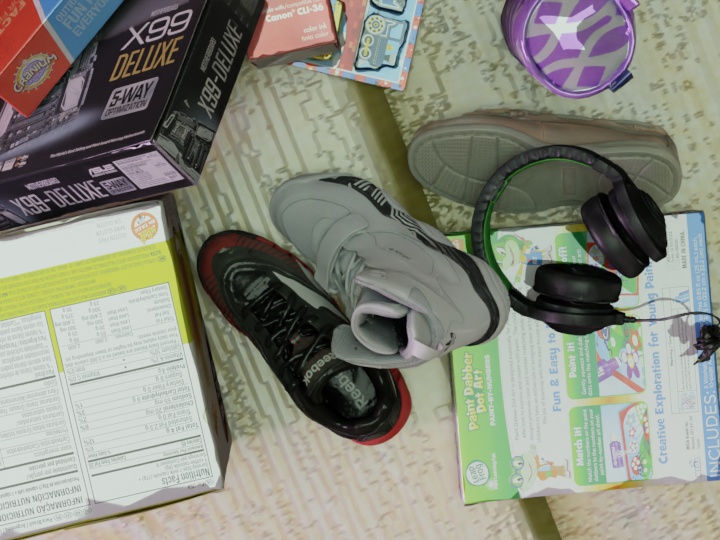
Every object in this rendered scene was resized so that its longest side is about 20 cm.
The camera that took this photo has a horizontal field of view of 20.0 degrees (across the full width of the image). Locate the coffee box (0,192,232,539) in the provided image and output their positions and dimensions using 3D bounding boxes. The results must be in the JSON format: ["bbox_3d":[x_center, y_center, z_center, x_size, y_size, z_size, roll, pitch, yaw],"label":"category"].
[{"bbox_3d":[-0.205,0.066,1.414,0.198,0.200,0.200,-13,94,-1],"label":"coffee box"}]

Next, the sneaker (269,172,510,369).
[{"bbox_3d":[0.000,0.000,1.432,0.199,0.115,0.076,31,120,20],"label":"sneaker"}]

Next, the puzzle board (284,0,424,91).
[{"bbox_3d":[-0.019,-0.246,1.495,0.149,0.017,0.202,12,92,-2],"label":"puzzle board"}]

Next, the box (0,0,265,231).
[{"bbox_3d":[-0.170,-0.115,1.364,0.050,0.199,0.159,44,50,-37],"label":"box"}]

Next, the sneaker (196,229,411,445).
[{"bbox_3d":[-0.041,0.048,1.469,0.071,0.098,0.201,-43,92,3],"label":"sneaker"}]

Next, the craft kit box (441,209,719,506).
[{"bbox_3d":[0.161,0.063,1.501,0.195,0.049,0.202,-5,93,-4],"label":"craft kit box"}]

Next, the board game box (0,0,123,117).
[{"bbox_3d":[-0.234,-0.214,1.413,0.153,0.200,0.040,-50,134,1],"label":"board game box"}]

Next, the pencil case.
[{"bbox_3d":[0.143,-0.170,1.413,0.084,0.200,0.086,40,97,-9],"label":"pencil case"}]

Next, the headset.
[{"bbox_3d":[0.174,-0.005,1.450,0.199,0.094,0.124,37,105,10],"label":"headset"}]

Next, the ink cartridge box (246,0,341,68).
[{"bbox_3d":[-0.065,-0.248,1.429,0.067,0.116,0.202,-12,93,1],"label":"ink cartridge box"}]

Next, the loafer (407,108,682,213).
[{"bbox_3d":[0.134,-0.084,1.492,0.198,0.063,0.072,5,126,1],"label":"loafer"}]
